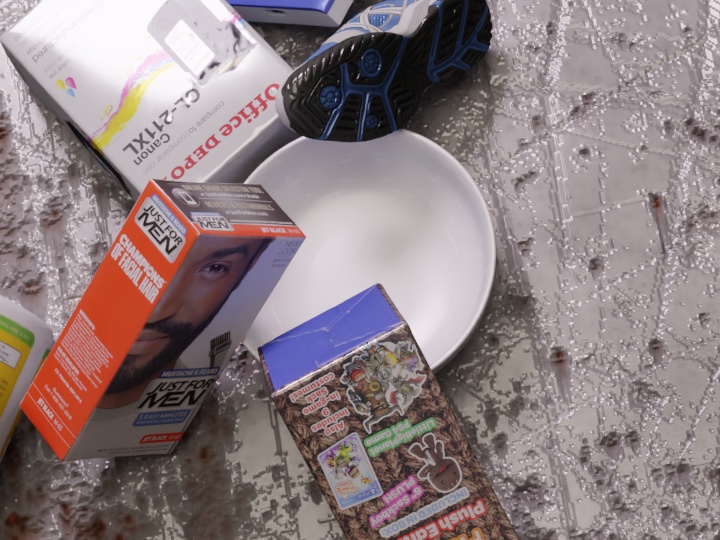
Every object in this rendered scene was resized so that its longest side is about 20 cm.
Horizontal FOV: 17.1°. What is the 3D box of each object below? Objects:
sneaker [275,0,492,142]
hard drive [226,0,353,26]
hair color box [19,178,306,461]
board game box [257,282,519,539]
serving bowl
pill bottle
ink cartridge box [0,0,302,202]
[{"bbox_3d":[0.008,-0.144,1.707,0.077,0.076,0.199,5,26,45],"label":"sneaker"},{"bbox_3d":[-0.014,-0.273,1.775,0.132,0.025,0.201,11,69,52],"label":"hard drive"},{"bbox_3d":[-0.135,0.035,1.628,0.064,0.111,0.201,46,117,30],"label":"hair color box"},{"bbox_3d":[0.024,0.128,1.557,0.096,0.159,0.201,-28,100,-1],"label":"board game box"},{"bbox_3d":[0.000,0.000,1.695,0.198,0.066,0.202,-2,71,7],"label":"serving bowl"},{"bbox_3d":[-0.303,0.112,1.677,0.110,0.111,0.201,19,75,14],"label":"pill bottle"},{"bbox_3d":[-0.142,-0.136,1.754,0.146,0.083,0.200,-42,70,-7],"label":"ink cartridge box"}]
